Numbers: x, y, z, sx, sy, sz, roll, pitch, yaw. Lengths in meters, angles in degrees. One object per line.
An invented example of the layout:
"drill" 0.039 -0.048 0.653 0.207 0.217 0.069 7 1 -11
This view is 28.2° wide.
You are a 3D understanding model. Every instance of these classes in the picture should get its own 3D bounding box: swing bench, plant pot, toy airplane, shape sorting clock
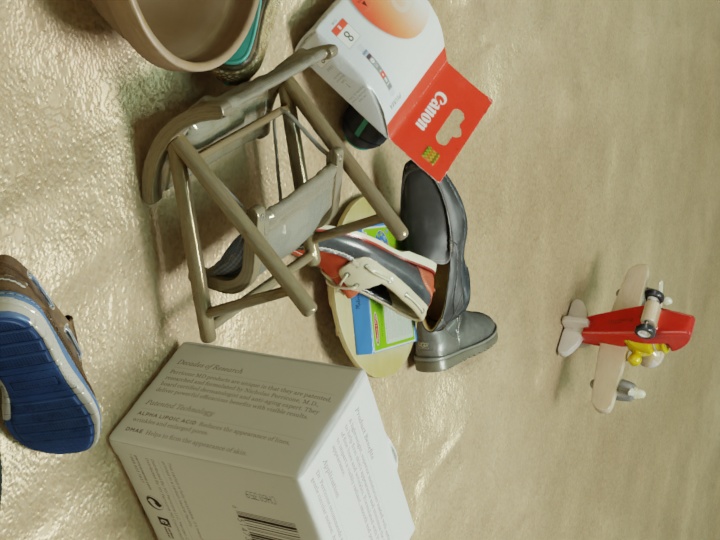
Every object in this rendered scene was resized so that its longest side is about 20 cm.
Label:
"swing bench" -0.082 -0.074 1.276 0.199 0.129 0.201 -37 108 -53
"plant pot" -0.164 -0.259 1.129 0.201 0.092 0.202 -22 115 -60
"toy airplane" 0.402 0.104 2.175 0.200 0.199 0.141 -44 123 9
"shape sorting clock" 0.015 0.018 1.578 0.200 0.039 0.202 -5 90 -66

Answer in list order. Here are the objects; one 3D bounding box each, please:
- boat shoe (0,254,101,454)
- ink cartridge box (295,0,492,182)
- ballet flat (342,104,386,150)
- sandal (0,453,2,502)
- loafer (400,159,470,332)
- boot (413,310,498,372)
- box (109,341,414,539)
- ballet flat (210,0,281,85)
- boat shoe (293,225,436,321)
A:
"boat shoe" -0.235 0.065 1.067 0.201 0.072 0.073 85 0 -52
"ink cartridge box" 0.048 -0.210 1.473 0.200 0.050 0.162 40 47 -6
"ballet flat" 0.045 -0.209 1.553 0.200 0.073 0.073 -56 141 -38
"sandal" -0.286 0.147 0.998 0.048 0.075 0.202 -10 104 -43
"loafer" 0.081 -0.026 1.598 0.072 0.072 0.201 -52 133 -56
"boot" 0.110 0.007 1.743 0.182 0.072 0.201 -27 112 -60
"box" -0.081 0.187 1.255 0.131 0.199 0.200 -54 140 -41
"ballet flat" -0.099 -0.257 1.303 0.065 0.070 0.201 99 9 -71
"boat shoe" 0.000 0.000 1.469 0.199 0.071 0.063 20 78 -40
